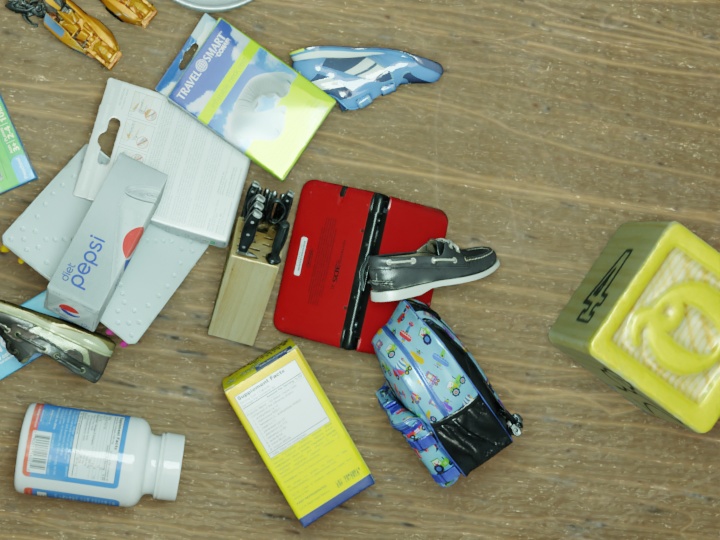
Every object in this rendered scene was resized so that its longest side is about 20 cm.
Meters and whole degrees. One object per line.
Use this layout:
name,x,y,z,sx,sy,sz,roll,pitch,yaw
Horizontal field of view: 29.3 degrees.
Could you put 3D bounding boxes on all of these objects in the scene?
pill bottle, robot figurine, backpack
pill bottle,-0.322,0.233,1.710,0.197,0.112,0.114,10,91,-8
robot figurine,-0.357,-0.352,1.708,0.199,0.058,0.145,40,86,-8
backpack,0.085,0.141,1.712,0.134,0.183,0.201,-37,111,0

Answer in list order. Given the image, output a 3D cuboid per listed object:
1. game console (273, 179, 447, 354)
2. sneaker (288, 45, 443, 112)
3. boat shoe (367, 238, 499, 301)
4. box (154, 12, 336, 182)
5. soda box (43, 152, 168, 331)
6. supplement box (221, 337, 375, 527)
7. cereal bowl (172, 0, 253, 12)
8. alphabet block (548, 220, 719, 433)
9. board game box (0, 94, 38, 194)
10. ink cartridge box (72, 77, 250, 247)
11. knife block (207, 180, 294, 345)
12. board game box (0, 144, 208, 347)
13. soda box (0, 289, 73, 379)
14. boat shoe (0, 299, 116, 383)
game console,0.000,0.000,1.791,0.170,0.118,0.203,13,90,23
sneaker,0.007,-0.243,1.757,0.197,0.074,0.084,1,94,0
boat shoe,0.093,-0.010,1.749,0.198,0.074,0.061,-14,101,-29
box,-0.143,-0.216,1.699,0.199,0.048,0.123,35,88,-2
soda box,-0.297,-0.035,1.614,0.068,0.064,0.202,25,60,-4
supplement box,-0.080,0.202,1.742,0.108,0.109,0.202,-30,96,-5
cereal bowl,-0.186,-0.418,1.716,0.197,0.083,0.203,0,92,-7
alphabet block,0.384,0.067,1.752,0.194,0.200,0.198,34,88,-8
board game box,-0.523,-0.144,1.706,0.198,0.037,0.153,-24,96,-5
ink cartridge box,-0.241,-0.134,1.724,0.197,0.050,0.163,16,77,-4
knife block,-0.134,-0.006,1.693,0.063,0.176,0.203,15,91,-7
board game box,-0.310,-0.031,1.686,0.199,0.026,0.201,39,46,-8
soda box,-0.383,0.057,1.719,0.199,0.064,0.068,-31,96,-5
boat shoe,-0.395,0.081,1.649,0.198,0.073,0.066,19,85,-8
